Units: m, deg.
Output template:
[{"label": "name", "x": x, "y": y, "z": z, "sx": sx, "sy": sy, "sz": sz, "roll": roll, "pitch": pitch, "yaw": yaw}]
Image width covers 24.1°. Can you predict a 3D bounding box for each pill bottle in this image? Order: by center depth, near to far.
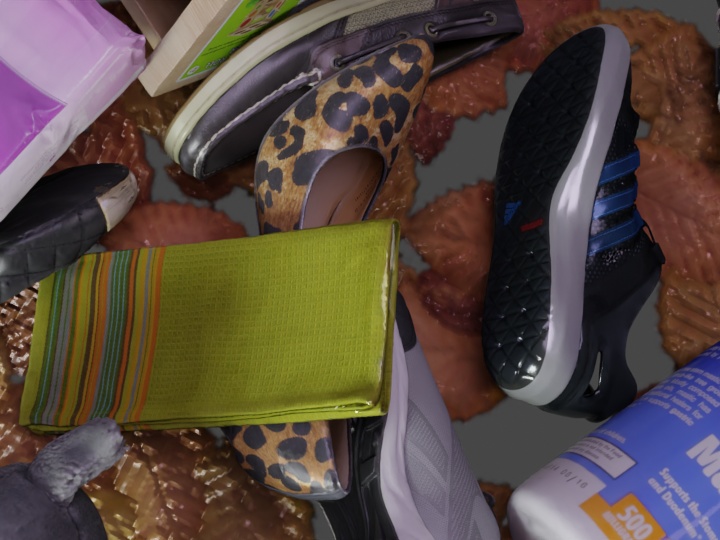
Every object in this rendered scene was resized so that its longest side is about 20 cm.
[{"label": "pill bottle", "x": 0.177, "y": 0.096, "z": 0.791, "sx": 0.200, "sy": 0.112, "sz": 0.112, "roll": -33, "pitch": 84, "yaw": -15}]

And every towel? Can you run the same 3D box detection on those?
[{"label": "towel", "x": -0.072, "y": 0.027, "z": 0.749, "sx": 0.199, "sy": 0.018, "sz": 0.087, "roll": -6, "pitch": 74, "yaw": 33}]

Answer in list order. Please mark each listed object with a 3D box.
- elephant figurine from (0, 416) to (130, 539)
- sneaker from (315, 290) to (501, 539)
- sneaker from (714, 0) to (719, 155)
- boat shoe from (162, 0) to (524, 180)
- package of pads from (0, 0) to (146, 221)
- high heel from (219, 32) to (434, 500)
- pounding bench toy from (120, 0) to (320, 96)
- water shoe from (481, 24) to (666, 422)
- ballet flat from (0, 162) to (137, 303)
[{"label": "elephant figurine", "x": -0.141, "y": 0.193, "z": 0.708, "sx": 0.141, "sy": 0.155, "sz": 0.201, "roll": -22, "pitch": 81, "yaw": -29}, {"label": "sneaker", "x": 0.023, "y": 0.102, "z": 0.794, "sx": 0.079, "sy": 0.074, "sz": 0.201, "roll": 4, "pitch": 67, "yaw": -39}, {"label": "sneaker", "x": 0.214, "y": -0.100, "z": 0.865, "sx": 0.088, "sy": 0.074, "sz": 0.201, "roll": -25, "pitch": 81, "yaw": -16}, {"label": "boat shoe", "x": -0.003, "y": -0.098, "z": 0.828, "sx": 0.200, "sy": 0.073, "sz": 0.065, "roll": -34, "pitch": 79, "yaw": -16}, {"label": "package of pads", "x": -0.197, "y": -0.065, "z": 0.726, "sx": 0.120, "sy": 0.076, "sz": 0.200, "roll": 42, "pitch": 76, "yaw": -3}, {"label": "high heel", "x": 0.000, "y": 0.000, "z": 0.761, "sx": 0.200, "sy": 0.071, "sz": 0.143, "roll": -51, "pitch": 54, "yaw": 8}, {"label": "pounding bench toy", "x": -0.048, "y": -0.206, "z": 0.818, "sx": 0.200, "sy": 0.124, "sz": 0.156, "roll": -28, "pitch": 80, "yaw": -44}, {"label": "water shoe", "x": 0.112, "y": -0.023, "z": 0.844, "sx": 0.079, "sy": 0.071, "sz": 0.201, "roll": 25, "pitch": 70, "yaw": -32}, {"label": "ballet flat", "x": -0.186, "y": 0.015, "z": 0.786, "sx": 0.200, "sy": 0.066, "sz": 0.057, "roll": -37, "pitch": 116, "yaw": -11}]
